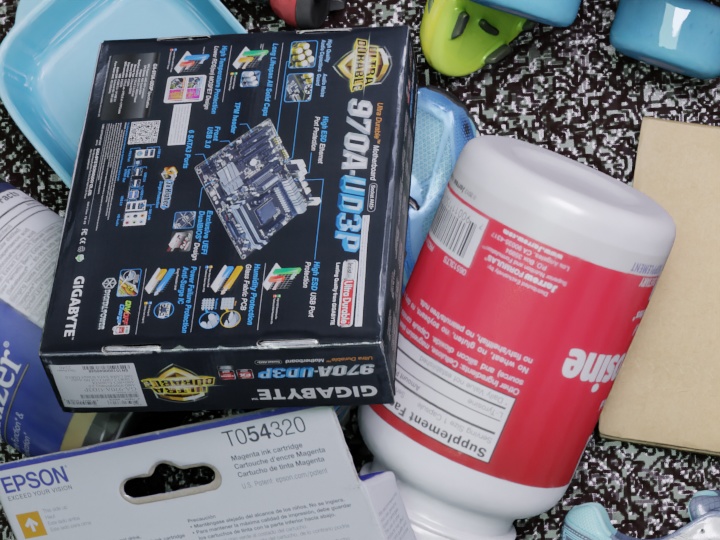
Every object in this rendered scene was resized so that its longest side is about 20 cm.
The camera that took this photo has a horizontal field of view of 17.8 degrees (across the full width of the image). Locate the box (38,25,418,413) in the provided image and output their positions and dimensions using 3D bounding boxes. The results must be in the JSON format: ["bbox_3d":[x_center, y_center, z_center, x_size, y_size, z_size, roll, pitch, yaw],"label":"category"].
[{"bbox_3d":[-0.057,-0.028,1.079,0.158,0.046,0.201,-3,50,9],"label":"box"}]

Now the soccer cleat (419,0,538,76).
[{"bbox_3d":[0.071,-0.197,1.174,0.083,0.065,0.201,23,94,40],"label":"soccer cleat"}]

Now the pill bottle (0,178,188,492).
[{"bbox_3d":[-0.181,0.020,1.163,0.199,0.112,0.112,31,91,11],"label":"pill bottle"}]

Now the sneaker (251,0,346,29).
[{"bbox_3d":[-0.037,-0.230,1.180,0.097,0.071,0.202,15,88,11],"label":"sneaker"}]

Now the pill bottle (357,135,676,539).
[{"bbox_3d":[0.066,0.046,1.110,0.112,0.112,0.201,25,103,11],"label":"pill bottle"}]

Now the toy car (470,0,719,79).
[{"bbox_3d":[0.164,-0.188,1.054,0.176,0.200,0.186,16,95,-25],"label":"toy car"}]

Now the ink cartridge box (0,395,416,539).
[{"bbox_3d":[-0.060,0.161,1.110,0.195,0.043,0.201,-12,104,25],"label":"ink cartridge box"}]

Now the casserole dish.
[{"bbox_3d":[-0.101,-0.078,1.182,0.121,0.039,0.200,-41,73,-4],"label":"casserole dish"}]

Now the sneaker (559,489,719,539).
[{"bbox_3d":[0.186,0.150,1.108,0.198,0.078,0.087,2,82,10],"label":"sneaker"}]

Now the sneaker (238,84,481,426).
[{"bbox_3d":[0.000,0.000,1.145,0.078,0.090,0.201,27,89,11],"label":"sneaker"}]

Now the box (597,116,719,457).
[{"bbox_3d":[0.227,0.016,1.138,0.198,0.021,0.165,8,87,11],"label":"box"}]
